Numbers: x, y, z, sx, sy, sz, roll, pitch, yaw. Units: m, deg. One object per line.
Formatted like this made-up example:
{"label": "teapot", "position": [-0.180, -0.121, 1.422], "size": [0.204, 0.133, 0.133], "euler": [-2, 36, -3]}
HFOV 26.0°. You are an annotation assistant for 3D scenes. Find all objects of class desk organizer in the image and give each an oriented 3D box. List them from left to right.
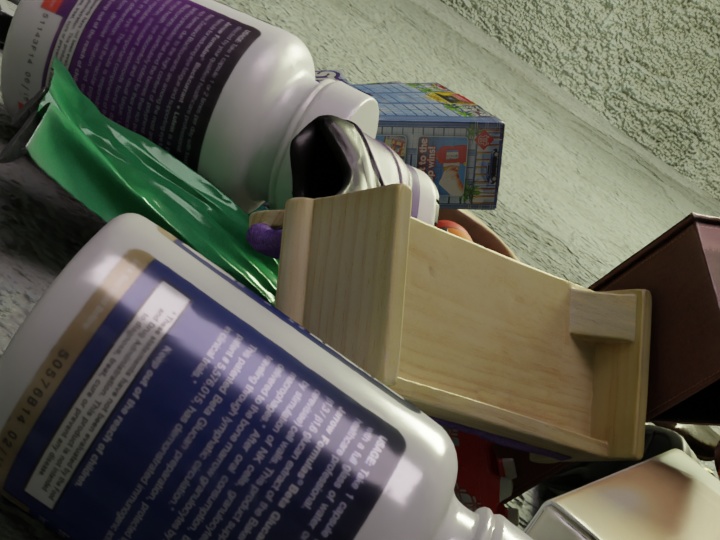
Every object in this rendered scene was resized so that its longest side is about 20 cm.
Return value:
{"label": "desk organizer", "position": [0.139, 0.054, 0.796], "size": [0.071, 0.200, 0.078], "euler": [6, 61, -31]}

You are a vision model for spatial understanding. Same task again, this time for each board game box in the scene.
{"label": "board game box", "position": [-0.037, -0.093, 1.035], "size": [0.197, 0.063, 0.200], "euler": [-4, 22, -22]}

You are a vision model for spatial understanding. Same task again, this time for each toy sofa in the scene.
{"label": "toy sofa", "position": [0.039, 0.031, 0.693], "size": [0.097, 0.084, 0.199], "euler": [-7, -19, 41]}

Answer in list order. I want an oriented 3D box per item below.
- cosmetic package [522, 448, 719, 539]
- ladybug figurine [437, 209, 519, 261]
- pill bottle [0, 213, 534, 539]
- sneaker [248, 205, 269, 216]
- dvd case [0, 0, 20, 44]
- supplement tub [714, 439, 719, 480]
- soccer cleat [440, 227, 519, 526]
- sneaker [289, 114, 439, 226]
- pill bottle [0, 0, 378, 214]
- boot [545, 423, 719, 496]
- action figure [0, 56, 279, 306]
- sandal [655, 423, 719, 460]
{"label": "cosmetic package", "position": [0.113, 0.148, 0.686], "size": [0.071, 0.106, 0.199], "euler": [39, 17, 20]}
{"label": "ladybug figurine", "position": [0.055, 0.009, 1.028], "size": [0.135, 0.072, 0.200], "euler": [28, 16, -19]}
{"label": "pill bottle", "position": [-0.035, 0.079, 0.564], "size": [0.199, 0.112, 0.111], "euler": [35, 15, 0]}
{"label": "sneaker", "position": [0.000, 0.000, 0.921], "size": [0.199, 0.080, 0.071], "euler": [34, 15, 5]}
{"label": "dvd case", "position": [-0.219, -0.186, 1.125], "size": [0.149, 0.025, 0.200], "euler": [24, 19, -36]}
{"label": "supplement tub", "position": [0.279, 0.142, 0.929], "size": [0.106, 0.107, 0.202], "euler": [13, 49, -53]}
{"label": "soccer cleat", "position": [0.028, 0.065, 0.816], "size": [0.069, 0.084, 0.202], "euler": [71, 4, -59]}
{"label": "sneaker", "position": [-0.014, 0.014, 0.762], "size": [0.087, 0.075, 0.202], "euler": [38, 39, -39]}
{"label": "pill bottle", "position": [-0.094, -0.097, 0.886], "size": [0.198, 0.113, 0.111], "euler": [24, 13, 14]}
{"label": "boot", "position": [0.184, 0.157, 0.887], "size": [0.154, 0.073, 0.204], "euler": [50, -2, -4]}
{"label": "action figure", "position": [-0.096, -0.018, 0.810], "size": [0.200, 0.055, 0.119], "euler": [40, 23, -21]}
{"label": "sandal", "position": [0.196, 0.108, 1.061], "size": [0.082, 0.055, 0.200], "euler": [40, 1, 5]}
